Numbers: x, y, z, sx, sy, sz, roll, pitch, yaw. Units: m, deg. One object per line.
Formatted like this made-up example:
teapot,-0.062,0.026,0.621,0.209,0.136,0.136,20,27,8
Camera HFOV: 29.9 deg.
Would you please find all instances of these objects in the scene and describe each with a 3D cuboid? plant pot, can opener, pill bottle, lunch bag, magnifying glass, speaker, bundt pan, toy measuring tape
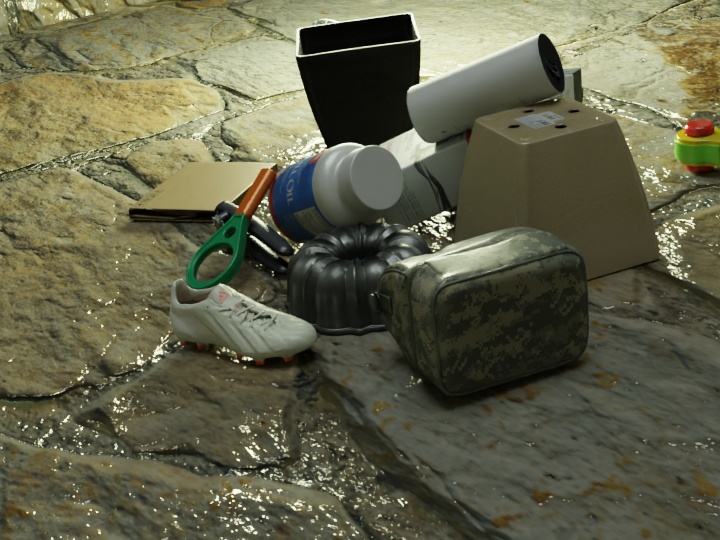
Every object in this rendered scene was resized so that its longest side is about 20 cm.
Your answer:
plant pot,0.003,-0.300,2.195,0.196,0.180,0.201,-7,24,1
can opener,-0.141,-0.047,1.803,0.078,0.064,0.200,-18,25,-23
pill bottle,-0.030,-0.103,1.756,0.111,0.114,0.199,-24,5,-33
lunch bag,0.128,0.030,1.439,0.197,0.141,0.168,-16,25,-19
magnifying glass,-0.164,-0.052,1.760,0.079,0.022,0.202,3,56,40
plant pot,0.235,-0.104,1.667,0.197,0.180,0.200,-14,24,-17
speaker,0.162,-0.232,1.734,0.198,0.082,0.081,-19,15,29
bundt pan,0.000,0.000,1.634,0.198,0.077,0.202,-7,24,3
toy measuring tape,0.473,-0.159,1.857,0.072,0.075,0.201,-5,23,6

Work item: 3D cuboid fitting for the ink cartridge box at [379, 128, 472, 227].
ink cartridge box,0.117,-0.149,1.836,0.198,0.084,0.146,-23,22,19

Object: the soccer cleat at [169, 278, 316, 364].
soccer cleat,-0.141,0.056,1.545,0.197,0.079,0.069,7,27,30

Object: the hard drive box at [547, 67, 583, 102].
hard drive box,0.215,-0.204,1.920,0.197,0.158,0.077,1,14,18

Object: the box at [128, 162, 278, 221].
box,-0.237,-0.122,2.060,0.161,0.022,0.200,2,25,22

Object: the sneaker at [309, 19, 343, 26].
sneaker,-0.012,-0.471,2.752,0.197,0.079,0.086,11,16,22
